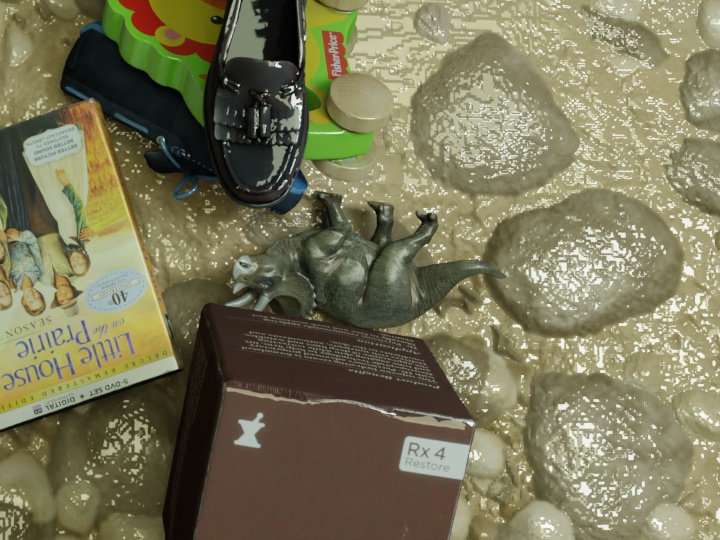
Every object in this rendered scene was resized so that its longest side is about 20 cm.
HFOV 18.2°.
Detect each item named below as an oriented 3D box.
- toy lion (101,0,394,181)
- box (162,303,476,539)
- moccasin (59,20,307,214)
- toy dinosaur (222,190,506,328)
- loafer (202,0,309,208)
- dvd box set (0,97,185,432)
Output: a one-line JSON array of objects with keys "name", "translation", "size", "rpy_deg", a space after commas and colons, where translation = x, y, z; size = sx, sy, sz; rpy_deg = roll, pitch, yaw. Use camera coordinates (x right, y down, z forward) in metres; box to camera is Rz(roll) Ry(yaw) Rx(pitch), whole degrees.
[{"name": "toy lion", "translation": [-0.084, -0.160, 1.575], "size": [0.191, 0.069, 0.200], "rpy_deg": [4, 47, -15]}, {"name": "box", "translation": [-0.035, 0.134, 1.482], "size": [0.165, 0.200, 0.165], "rpy_deg": [10, 102, -10]}, {"name": "moccasin", "translation": [-0.126, -0.098, 1.596], "size": [0.200, 0.080, 0.068], "rpy_deg": [39, 103, 15]}, {"name": "toy dinosaur", "translation": [0.000, 0.000, 1.610], "size": [0.199, 0.077, 0.103], "rpy_deg": [11, 92, -14]}, {"name": "loafer", "translation": [-0.067, -0.144, 1.481], "size": [0.072, 0.063, 0.201], "rpy_deg": [4, 74, 0]}, {"name": "dvd box set", "translation": [-0.221, -0.002, 1.560], "size": [0.146, 0.029, 0.201], "rpy_deg": [-18, 85, 3]}]
